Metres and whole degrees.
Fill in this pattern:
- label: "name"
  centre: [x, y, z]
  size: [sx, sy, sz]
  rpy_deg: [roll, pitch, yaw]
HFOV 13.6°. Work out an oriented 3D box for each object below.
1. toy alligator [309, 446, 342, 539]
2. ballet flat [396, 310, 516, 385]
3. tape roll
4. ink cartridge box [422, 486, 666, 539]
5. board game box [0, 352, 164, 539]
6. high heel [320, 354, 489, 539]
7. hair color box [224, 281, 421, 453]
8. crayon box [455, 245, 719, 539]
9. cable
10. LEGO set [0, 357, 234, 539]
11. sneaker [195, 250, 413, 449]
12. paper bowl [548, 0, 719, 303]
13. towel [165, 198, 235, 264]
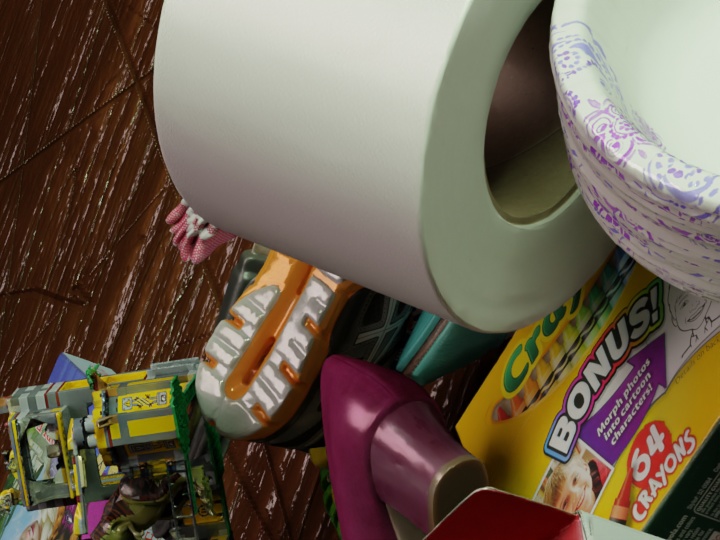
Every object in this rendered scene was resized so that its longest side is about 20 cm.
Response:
- label: "toy alligator"
  centre: [0.014, 0.122, 1.456]
  size: [0.054, 0.059, 0.200]
  rpy_deg: [-61, 27, 16]
- label: "ballet flat"
  centre: [0.086, -0.023, 1.411]
  size: [0.067, 0.070, 0.201]
  rpy_deg: [-89, 23, -76]
- label: "tape roll"
  centre: [0.029, -0.089, 1.248]
  size: [0.139, 0.202, 0.203]
  rpy_deg: [21, 90, 32]
- label: "ink cartridge box"
  centre: [0.068, 0.191, 1.171]
  size: [0.200, 0.175, 0.084]
  rpy_deg: [-50, 32, 35]
- label: "board game box"
  centre: [-0.173, 0.171, 1.807]
  size: [0.200, 0.041, 0.200]
  rpy_deg: [-68, 26, 4]
- label: "high heel"
  centre: [0.019, 0.131, 1.353]
  size: [0.096, 0.067, 0.201]
  rpy_deg: [42, 140, 41]
- label: "hair color box"
  centre: [0.005, -0.001, 1.561]
  size: [0.200, 0.060, 0.100]
  rpy_deg: [-46, 36, 39]
- label: "crayon box"
  centre: [0.129, 0.049, 1.288]
  size: [0.200, 0.058, 0.173]
  rpy_deg: [-58, 28, 22]
- label: "cable"
  centre: [-0.055, 0.061, 1.535]
  size: [0.097, 0.050, 0.201]
  rpy_deg: [-121, 45, -64]
- label: "LEGO set"
  centre: [-0.126, 0.132, 1.451]
  size: [0.154, 0.115, 0.201]
  rpy_deg: [-82, -18, -72]
- label: "sneaker"
  centre: [0.000, 0.000, 1.444]
  size: [0.078, 0.077, 0.200]
  rpy_deg: [40, 95, 38]
- label: "paper bowl"
  centre: [0.177, -0.068, 1.161]
  size: [0.105, 0.200, 0.201]
  rpy_deg: [73, -168, -51]
- label: "towel"
  centre: [-0.001, -0.078, 1.568]
  size: [0.200, 0.146, 0.030]
  rpy_deg: [-43, 74, 42]
